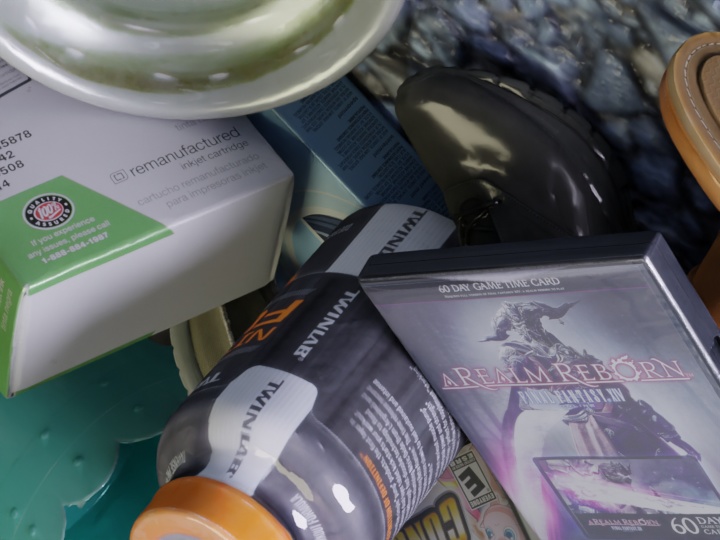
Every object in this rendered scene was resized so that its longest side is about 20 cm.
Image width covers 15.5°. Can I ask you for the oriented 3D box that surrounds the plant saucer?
[{"bbox_3d":[-0.077,-0.146,1.097,0.199,0.050,0.201,2,141,1],"label":"plant saucer"}]

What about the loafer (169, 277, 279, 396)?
[{"bbox_3d":[-0.028,0.071,1.235,0.069,0.075,0.201,-25,80,27],"label":"loafer"}]

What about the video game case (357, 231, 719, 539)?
[{"bbox_3d":[0.103,0.064,1.069,0.142,0.019,0.200,-4,134,40],"label":"video game case"}]

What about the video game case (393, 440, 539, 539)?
[{"bbox_3d":[0.057,0.173,1.242,0.200,0.025,0.181,-29,89,43],"label":"video game case"}]

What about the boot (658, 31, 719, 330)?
[{"bbox_3d":[0.152,0.001,1.032,0.200,0.077,0.155,38,148,-20],"label":"boot"}]

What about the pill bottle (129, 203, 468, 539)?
[{"bbox_3d":[-0.016,0.067,1.119,0.106,0.200,0.107,20,134,22],"label":"pill bottle"}]

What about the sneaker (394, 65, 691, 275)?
[{"bbox_3d":[0.079,0.001,1.111,0.200,0.091,0.076,48,154,-7],"label":"sneaker"}]

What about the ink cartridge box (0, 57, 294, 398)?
[{"bbox_3d":[-0.147,-0.061,1.199,0.200,0.146,0.085,50,148,26],"label":"ink cartridge box"}]

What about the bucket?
[{"bbox_3d":[-0.140,0.122,1.456,0.135,0.207,0.208,34,152,34],"label":"bucket"}]

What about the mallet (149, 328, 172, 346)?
[{"bbox_3d":[-0.164,-0.015,1.315,0.199,0.041,0.066,17,150,11],"label":"mallet"}]

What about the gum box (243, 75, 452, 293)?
[{"bbox_3d":[0.000,0.000,1.262,0.200,0.045,0.170,47,152,-5],"label":"gum box"}]
